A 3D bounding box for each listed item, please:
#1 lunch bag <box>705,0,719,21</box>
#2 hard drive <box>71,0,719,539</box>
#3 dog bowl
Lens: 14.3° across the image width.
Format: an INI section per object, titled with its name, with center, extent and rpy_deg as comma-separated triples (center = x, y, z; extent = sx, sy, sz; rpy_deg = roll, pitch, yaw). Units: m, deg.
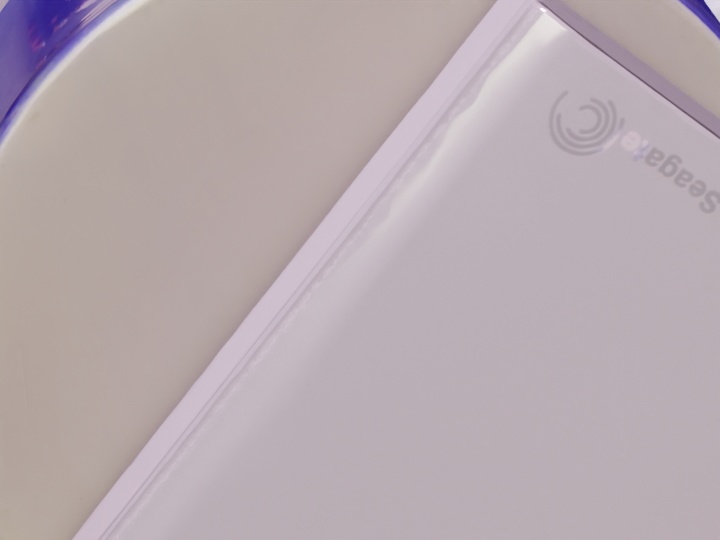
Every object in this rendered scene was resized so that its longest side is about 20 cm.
[lunch bag]
center = 0.154, -0.033, 0.751
extent = 0.200, 0.122, 0.171
rpy_deg = -35, 95, -3
[hard drive]
center = 0.024, 0.052, 0.627
extent = 0.132, 0.026, 0.200
rpy_deg = 33, 105, -21
[dog bowl]
center = 0.000, 0.000, 0.657
extent = 0.199, 0.079, 0.201
rpy_deg = -4, 115, -8
